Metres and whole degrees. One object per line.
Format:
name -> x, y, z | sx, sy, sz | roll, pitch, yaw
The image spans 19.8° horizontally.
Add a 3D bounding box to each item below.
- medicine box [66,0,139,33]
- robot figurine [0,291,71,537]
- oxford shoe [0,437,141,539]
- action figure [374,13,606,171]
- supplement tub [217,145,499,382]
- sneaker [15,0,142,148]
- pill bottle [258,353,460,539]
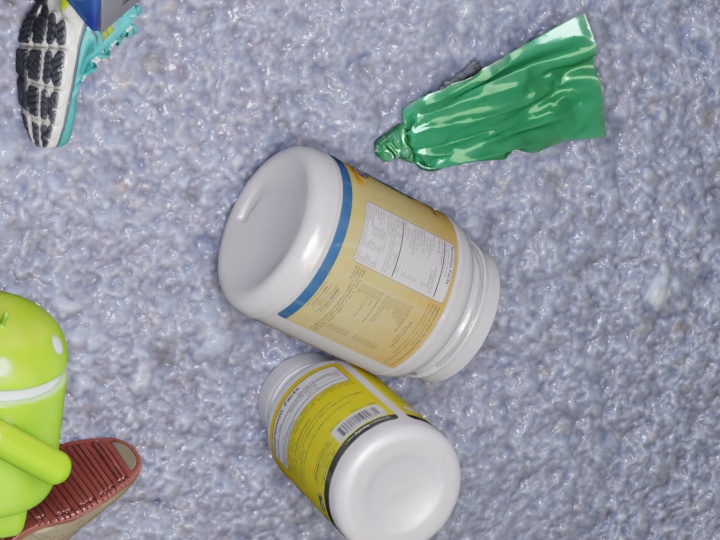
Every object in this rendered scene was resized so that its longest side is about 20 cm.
medicine box -> -0.205, -0.281, 1.409 | 0.103, 0.182, 0.200 | -41, 93, -7
robot figurine -> -0.282, 0.105, 1.558 | 0.115, 0.176, 0.201 | 0, 115, -22
oxford shoe -> -0.267, 0.203, 1.678 | 0.199, 0.071, 0.075 | -27, 145, -17
action figure -> 0.104, -0.134, 1.731 | 0.199, 0.055, 0.119 | -21, 118, -11
supplement tub -> 0.000, 0.000, 1.676 | 0.199, 0.145, 0.145 | 26, 96, -32
sneaker -> -0.202, -0.184, 1.551 | 0.079, 0.077, 0.201 | 10, 104, -38
pill bottle -> -0.008, 0.142, 1.691 | 0.112, 0.200, 0.113 | -9, 112, -23
